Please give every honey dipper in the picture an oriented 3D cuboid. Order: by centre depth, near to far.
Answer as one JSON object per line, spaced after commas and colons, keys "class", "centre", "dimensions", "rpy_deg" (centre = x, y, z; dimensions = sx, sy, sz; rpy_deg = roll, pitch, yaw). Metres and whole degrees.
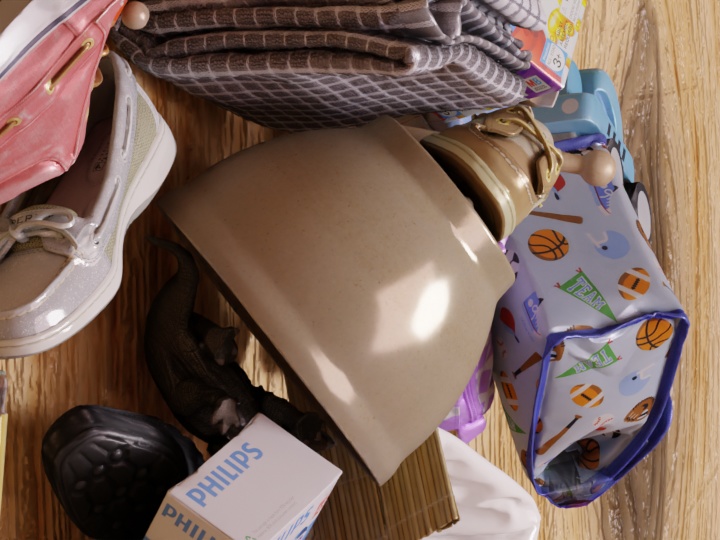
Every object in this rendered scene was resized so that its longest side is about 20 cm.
{"class": "honey dipper", "centre": [0.057, -0.076, 1.754], "dimensions": [0.038, 0.199, 0.038], "rpy_deg": [-170, -90, -87]}

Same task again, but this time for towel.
{"class": "towel", "centre": [-0.016, -0.129, 1.590], "dimensions": [0.166, 0.200, 0.086], "rpy_deg": [24, 68, -61]}

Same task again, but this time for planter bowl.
{"class": "planter bowl", "centre": [0.000, 0.000, 1.597], "dimensions": [0.135, 0.200, 0.200], "rpy_deg": [-38, 141, -3]}

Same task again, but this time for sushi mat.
{"class": "sushi mat", "centre": [0.000, 0.076, 1.686], "dimensions": [0.012, 0.096, 0.200], "rpy_deg": [29, 42, -52]}

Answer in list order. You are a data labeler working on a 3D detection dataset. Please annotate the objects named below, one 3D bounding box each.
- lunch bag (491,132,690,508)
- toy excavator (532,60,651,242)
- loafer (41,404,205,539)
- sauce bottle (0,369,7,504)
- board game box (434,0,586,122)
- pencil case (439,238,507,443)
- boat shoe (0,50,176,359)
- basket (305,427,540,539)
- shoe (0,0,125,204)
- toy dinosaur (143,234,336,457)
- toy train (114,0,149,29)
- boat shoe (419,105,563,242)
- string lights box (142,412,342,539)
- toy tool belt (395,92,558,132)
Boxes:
{"class": "lunch bag", "centre": [0.135, 0.038, 1.925], "dimensions": [0.200, 0.124, 0.170], "rpy_deg": [99, -22, -49]}
{"class": "toy excavator", "centre": [0.133, -0.130, 2.022], "dimensions": [0.195, 0.100, 0.200], "rpy_deg": [52, 36, -55]}
{"class": "loafer", "centre": [-0.123, 0.111, 1.568], "dimensions": [0.068, 0.070, 0.201], "rpy_deg": [-39, 152, 4]}
{"class": "sauce bottle", "centre": [-0.209, 0.146, 1.402], "dimensions": [0.065, 0.065, 0.201], "rpy_deg": [9, 86, -63]}
{"class": "board game box", "centre": [0.031, -0.189, 1.703], "dimensions": [0.200, 0.103, 0.105], "rpy_deg": [34, 59, -34]}
{"class": "pencil case", "centre": [0.054, 0.020, 1.815], "dimensions": [0.084, 0.085, 0.200], "rpy_deg": [-37, 153, -24]}
{"class": "boat shoe", "centre": [-0.154, -0.032, 1.482], "dimensions": [0.065, 0.074, 0.202], "rpy_deg": [66, 34, -33]}
{"class": "basket", "centre": [0.012, 0.174, 1.773], "dimensions": [0.200, 0.123, 0.136], "rpy_deg": [38, 61, -58]}
{"class": "shoe", "centre": [-0.153, -0.118, 1.427], "dimensions": [0.200, 0.071, 0.091], "rpy_deg": [-47, 144, -16]}
{"class": "toy dinosaur", "centre": [-0.084, 0.063, 1.603], "dimensions": [0.077, 0.102, 0.200], "rpy_deg": [-50, 122, -14]}
{"class": "toy train", "centre": [-0.137, -0.227, 1.507], "dimensions": [0.150, 0.056, 0.200], "rpy_deg": [57, 48, -52]}
{"class": "boat shoe", "centre": [0.078, -0.063, 1.640], "dimensions": [0.074, 0.066, 0.200], "rpy_deg": [53, 0, -4]}
{"class": "string lights box", "centre": [-0.093, 0.181, 1.534], "dimensions": [0.103, 0.059, 0.200], "rpy_deg": [-39, 162, -55]}
{"class": "toy tool belt", "centre": [0.063, -0.110, 1.833], "dimensions": [0.125, 0.123, 0.200], "rpy_deg": [52, 49, -52]}
